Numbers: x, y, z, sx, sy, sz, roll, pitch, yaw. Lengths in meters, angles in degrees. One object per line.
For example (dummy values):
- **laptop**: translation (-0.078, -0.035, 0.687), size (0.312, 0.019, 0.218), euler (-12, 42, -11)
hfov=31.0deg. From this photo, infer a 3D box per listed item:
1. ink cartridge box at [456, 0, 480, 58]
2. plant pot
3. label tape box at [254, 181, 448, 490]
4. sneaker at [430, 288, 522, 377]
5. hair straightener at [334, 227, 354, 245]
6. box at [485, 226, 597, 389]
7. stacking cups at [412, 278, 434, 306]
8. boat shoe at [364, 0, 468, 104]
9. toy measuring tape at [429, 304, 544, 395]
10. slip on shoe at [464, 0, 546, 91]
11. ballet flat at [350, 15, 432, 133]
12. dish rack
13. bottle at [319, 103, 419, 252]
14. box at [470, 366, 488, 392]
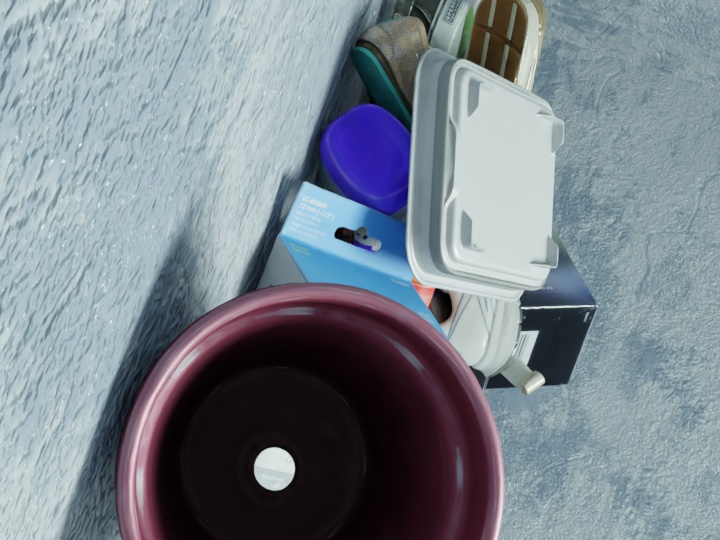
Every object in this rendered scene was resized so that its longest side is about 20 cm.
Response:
- **ink cartridge box**: translation (0.098, -0.166, 1.221), size (0.118, 0.067, 0.201), euler (-60, 145, -33)
- **plant pot**: translation (-0.039, 0.111, 0.721), size (0.179, 0.198, 0.202), euler (163, -53, -77)
- **label tape box**: translation (-0.013, 0.058, 0.905), size (0.143, 0.066, 0.201), euler (20, 95, -45)
- **sneaker**: translation (0.101, -0.010, 1.152), size (0.075, 0.086, 0.202), euler (134, -34, -63)
- **hair straightener**: translation (-0.055, 0.062, 0.961), size (0.041, 0.076, 0.202), euler (19, -79, 61)
- **box**: translation (0.118, 0.017, 1.402), size (0.199, 0.198, 0.124), euler (-112, -153, -46)
- **stacking cups**: translation (0.061, -0.052, 1.092), size (0.061, 0.060, 0.201), euler (-54, 165, -71)
- **boat shoe**: translation (0.040, -0.156, 1.111), size (0.201, 0.063, 0.071), euler (105, 9, -45)
- **toy measuring tape**: translation (0.097, 0.029, 1.203), size (0.073, 0.200, 0.074), euler (-30, 147, -22)
- **slip on shoe**: translation (0.111, -0.145, 1.121), size (0.060, 0.076, 0.202), euler (-24, 131, -57)
- **ballet flat**: translation (0.062, -0.106, 1.005), size (0.067, 0.068, 0.201), euler (-37, 121, -21)
- **dish rack**: translation (0.102, -0.067, 0.977), size (0.199, 0.043, 0.173), euler (10, 83, -56)
- **bottle**: translation (0.006, -0.057, 1.019), size (0.065, 0.084, 0.200), euler (-36, 169, -12)
- **box**: translation (0.022, 0.131, 1.278), size (0.104, 0.181, 0.201), euler (-63, 169, -53)
